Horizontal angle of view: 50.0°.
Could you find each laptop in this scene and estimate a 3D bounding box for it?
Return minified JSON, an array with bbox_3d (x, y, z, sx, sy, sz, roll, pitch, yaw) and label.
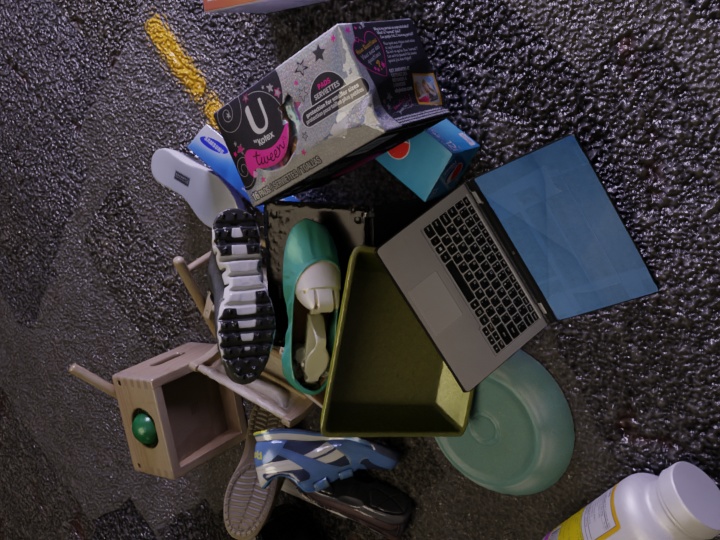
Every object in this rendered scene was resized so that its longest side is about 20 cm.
[{"bbox_3d":[0.156,0.000,0.778,0.188,0.200,0.116,56,166,-13],"label":"laptop"},{"bbox_3d":[0.000,0.000,0.901,0.199,0.103,0.179,5,108,18],"label":"laptop"}]

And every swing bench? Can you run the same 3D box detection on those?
[{"bbox_3d":[-0.134,0.071,1.054,0.198,0.130,0.201,23,131,30],"label":"swing bench"}]

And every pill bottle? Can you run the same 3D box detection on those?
[{"bbox_3d":[0.282,0.281,0.805,0.104,0.104,0.200,49,129,15],"label":"pill bottle"}]

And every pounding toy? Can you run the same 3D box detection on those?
[{"bbox_3d":[-0.306,0.204,1.190,0.141,0.199,0.185,-1,104,39],"label":"pounding toy"}]

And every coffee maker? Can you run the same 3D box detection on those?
[{"bbox_3d":[-0.151,0.459,1.190,0.135,0.192,0.200,41,107,-4],"label":"coffee maker"}]

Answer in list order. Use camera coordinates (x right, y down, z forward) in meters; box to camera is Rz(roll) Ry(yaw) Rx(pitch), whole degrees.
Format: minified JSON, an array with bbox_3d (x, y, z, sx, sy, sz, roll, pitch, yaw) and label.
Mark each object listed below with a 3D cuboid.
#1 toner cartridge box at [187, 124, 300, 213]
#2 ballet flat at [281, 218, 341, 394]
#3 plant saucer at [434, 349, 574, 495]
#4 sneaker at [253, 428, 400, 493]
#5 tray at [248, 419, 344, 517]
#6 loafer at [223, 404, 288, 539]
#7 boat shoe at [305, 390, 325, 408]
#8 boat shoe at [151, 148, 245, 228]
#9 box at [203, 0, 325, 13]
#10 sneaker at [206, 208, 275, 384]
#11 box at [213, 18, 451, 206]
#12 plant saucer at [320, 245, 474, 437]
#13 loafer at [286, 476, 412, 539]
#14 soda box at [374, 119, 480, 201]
[{"bbox_3d":[-0.129,-0.106,1.010,0.200,0.095,0.043,40,91,21],"label":"toner cartridge box"},{"bbox_3d":[-0.047,0.046,0.833,0.070,0.067,0.201,-139,49,-56],"label":"ballet flat"},{"bbox_3d":[0.154,0.182,0.921,0.199,0.036,0.201,14,114,35],"label":"plant saucer"},{"bbox_3d":[-0.046,0.257,1.032,0.198,0.074,0.083,4,74,2],"label":"sneaker"},{"bbox_3d":[-0.102,0.303,1.177,0.199,0.022,0.108,11,111,36],"label":"tray"},{"bbox_3d":[-0.141,0.290,1.126,0.075,0.068,0.201,10,71,17],"label":"loafer"},{"bbox_3d":[-0.027,0.156,0.978,0.200,0.071,0.069,38,151,-31],"label":"boat shoe"},{"bbox_3d":[-0.219,-0.116,1.102,0.199,0.066,0.070,30,110,33],"label":"boat shoe"},{"bbox_3d":[-0.085,-0.383,0.878,0.199,0.106,0.153,4,107,38],"label":"box"},{"bbox_3d":[-0.141,0.036,0.898,0.091,0.066,0.201,132,132,-65],"label":"sneaker"},{"bbox_3d":[-0.033,-0.164,0.807,0.199,0.132,0.115,-24,91,40],"label":"box"},{"bbox_3d":[0.046,0.079,0.853,0.048,0.199,0.202,17,98,56],"label":"plant saucer"},{"bbox_3d":[-0.026,0.316,1.074,0.199,0.072,0.063,19,119,19],"label":"loafer"},{"bbox_3d":[0.033,-0.170,0.881,0.200,0.064,0.068,44,127,20],"label":"soda box"}]
